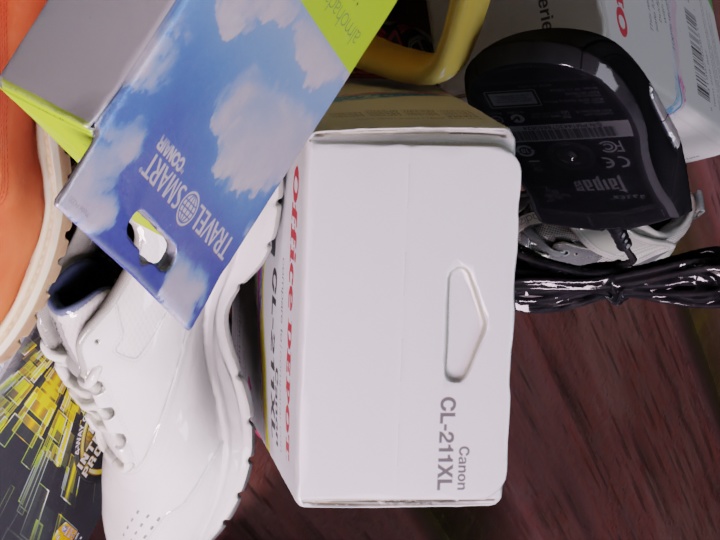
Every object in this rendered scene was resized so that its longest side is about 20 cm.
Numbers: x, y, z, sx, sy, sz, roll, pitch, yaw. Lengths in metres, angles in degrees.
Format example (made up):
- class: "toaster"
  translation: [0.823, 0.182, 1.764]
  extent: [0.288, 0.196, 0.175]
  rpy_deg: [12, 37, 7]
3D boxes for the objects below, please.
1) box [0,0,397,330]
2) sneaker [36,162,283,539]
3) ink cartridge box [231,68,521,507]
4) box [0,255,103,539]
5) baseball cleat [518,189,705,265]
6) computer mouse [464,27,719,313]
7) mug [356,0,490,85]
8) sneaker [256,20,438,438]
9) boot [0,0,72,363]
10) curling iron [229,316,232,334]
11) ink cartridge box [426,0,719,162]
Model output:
- class: "box"
  translation: [-0.039, -0.092, 0.826]
  extent: [0.200, 0.048, 0.122]
  rpy_deg: [-58, 154, -9]
- class: "sneaker"
  translation: [-0.088, 0.029, 0.978]
  extent: [0.087, 0.074, 0.201]
  rpy_deg: [-17, 122, -40]
- class: "ink cartridge box"
  translation: [0.000, 0.000, 1.025]
  extent: [0.200, 0.082, 0.147]
  rpy_deg: [-133, -135, -76]
- class: "box"
  translation: [-0.163, 0.089, 0.993]
  extent: [0.201, 0.049, 0.161]
  rpy_deg: [-60, 151, -15]
- class: "baseball cleat"
  translation: [0.070, -0.019, 1.221]
  extent: [0.199, 0.070, 0.106]
  rpy_deg: [-13, 165, -22]
- class: "computer mouse"
  translation: [0.079, -0.047, 1.096]
  extent: [0.200, 0.140, 0.046]
  rpy_deg: [50, 45, -46]
- class: "mug"
  translation: [0.026, -0.183, 0.994]
  extent: [0.150, 0.153, 0.187]
  rpy_deg: [-54, 153, -22]
- class: "sneaker"
  translation: [-0.015, -0.018, 1.158]
  extent: [0.075, 0.080, 0.201]
  rpy_deg: [19, 87, -50]
- class: "boot"
  translation: [-0.152, -0.055, 0.871]
  extent: [0.107, 0.075, 0.201]
  rpy_deg: [-12, 114, -55]
- class: "curling iron"
  translation: [-0.076, 0.089, 1.084]
  extent: [0.200, 0.025, 0.050]
  rpy_deg: [-80, 166, -53]
- class: "ink cartridge box"
  translation: [0.101, -0.134, 1.185]
  extent: [0.200, 0.087, 0.146]
  rpy_deg: [21, 58, -66]
